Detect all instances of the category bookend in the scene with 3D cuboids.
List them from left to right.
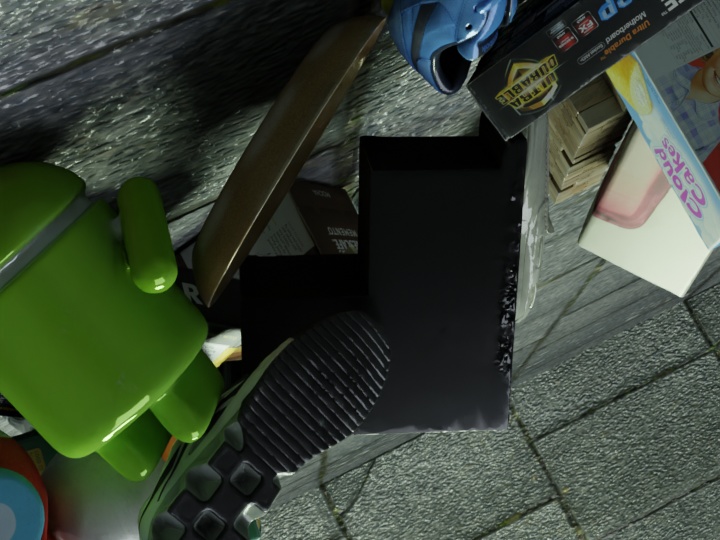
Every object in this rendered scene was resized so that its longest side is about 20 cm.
[{"bbox_3d":[0.000,0.000,0.813,0.197,0.202,0.092,-2,-158,-5],"label":"bookend"}]

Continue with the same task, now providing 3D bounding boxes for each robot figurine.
[{"bbox_3d":[-0.168,0.024,0.709,0.175,0.201,0.116,-36,-168,19],"label":"robot figurine"}]

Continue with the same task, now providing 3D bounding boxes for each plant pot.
[{"bbox_3d":[-0.048,-0.070,0.735,0.201,0.027,0.200,-59,-177,5],"label":"plant pot"}]

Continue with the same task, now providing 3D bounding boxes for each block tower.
[{"bbox_3d":[0.200,-0.125,1.121,0.057,0.054,0.200,-26,165,-8],"label":"block tower"}]

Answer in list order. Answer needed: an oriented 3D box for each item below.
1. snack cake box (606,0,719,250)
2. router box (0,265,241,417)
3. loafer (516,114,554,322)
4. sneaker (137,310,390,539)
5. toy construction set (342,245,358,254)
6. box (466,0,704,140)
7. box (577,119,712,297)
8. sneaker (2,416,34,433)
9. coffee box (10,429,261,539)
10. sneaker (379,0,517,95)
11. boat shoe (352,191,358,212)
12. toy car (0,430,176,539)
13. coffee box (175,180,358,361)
[{"bbox_3d":[0.265,-0.134,0.910,0.114,0.202,0.067,-25,166,-8],"label":"snack cake box"},{"bbox_3d":[-0.198,0.049,0.869,0.198,0.052,0.149,12,138,-40],"label":"router box"},{"bbox_3d":[0.132,-0.048,1.055,0.069,0.070,0.203,-5,113,-36],"label":"loafer"},{"bbox_3d":[-0.068,0.097,0.762,0.200,0.074,0.088,-45,-157,-14],"label":"sneaker"},{"bbox_3d":[0.025,0.039,0.968,0.130,0.094,0.199,-11,166,26],"label":"toy construction set"},{"bbox_3d":[0.164,-0.176,0.759,0.199,0.046,0.159,-35,-168,27],"label":"box"},{"bbox_3d":[0.281,-0.102,1.057,0.128,0.108,0.201,-58,171,-42],"label":"box"},{"bbox_3d":[-0.206,0.125,0.974,0.099,0.201,0.078,-25,167,-49],"label":"sneaker"},{"bbox_3d":[-0.180,0.162,0.888,0.197,0.125,0.044,-18,-178,-4],"label":"coffee box"},{"bbox_3d":[0.071,-0.172,0.678,0.065,0.079,0.200,-18,162,-25],"label":"sneaker"},{"bbox_3d":[0.087,-0.062,1.102,0.198,0.069,0.074,-16,162,-39],"label":"boat shoe"},{"bbox_3d":[-0.192,0.149,0.799,0.199,0.179,0.183,-34,-160,-35],"label":"toy car"},{"bbox_3d":[-0.094,0.014,1.008,0.199,0.081,0.113,-34,164,23],"label":"coffee box"}]
